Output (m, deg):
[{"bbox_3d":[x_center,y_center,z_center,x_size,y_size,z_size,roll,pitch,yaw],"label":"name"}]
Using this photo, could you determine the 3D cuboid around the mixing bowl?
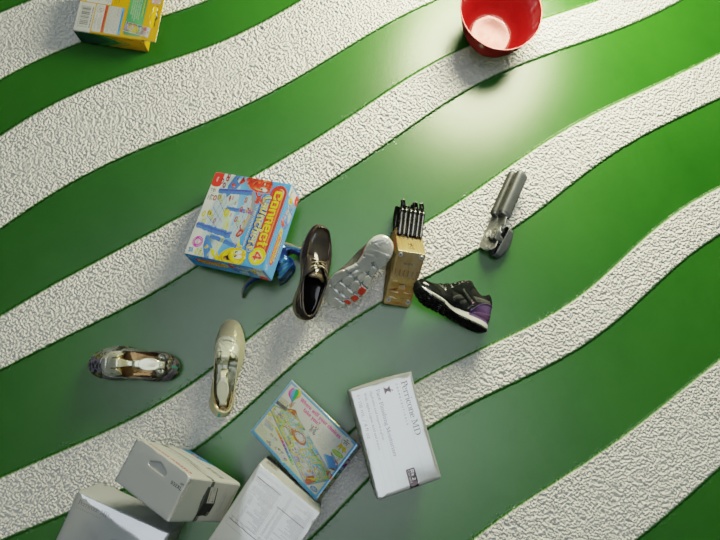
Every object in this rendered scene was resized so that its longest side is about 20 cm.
[{"bbox_3d":[0.319,-0.588,1.418,0.192,0.109,0.208,1,79,-4],"label":"mixing bowl"}]

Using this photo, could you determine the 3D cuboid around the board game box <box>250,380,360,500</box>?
[{"bbox_3d":[-0.113,0.345,1.223,0.198,0.034,0.135,38,80,23],"label":"board game box"}]

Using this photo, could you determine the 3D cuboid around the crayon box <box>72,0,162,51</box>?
[{"bbox_3d":[-0.558,-0.594,1.406,0.193,0.052,0.130,8,79,0],"label":"crayon box"}]

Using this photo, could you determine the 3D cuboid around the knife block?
[{"bbox_3d":[0.095,-0.048,1.331,0.062,0.205,0.178,9,33,-7],"label":"knife block"}]

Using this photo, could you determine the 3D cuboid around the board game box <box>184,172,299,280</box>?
[{"bbox_3d":[-0.252,-0.098,1.282,0.189,0.056,0.206,10,70,17],"label":"board game box"}]

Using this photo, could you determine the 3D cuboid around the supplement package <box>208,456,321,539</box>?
[{"bbox_3d":[-0.189,0.499,1.159,0.149,0.152,0.203,34,79,5],"label":"supplement package"}]

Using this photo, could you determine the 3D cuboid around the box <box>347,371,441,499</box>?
[{"bbox_3d":[0.059,0.317,1.182,0.126,0.200,0.205,-16,79,-5],"label":"box"}]

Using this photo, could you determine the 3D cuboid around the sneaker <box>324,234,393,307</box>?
[{"bbox_3d":[0.000,0.000,1.314,0.199,0.082,0.077,-42,98,12],"label":"sneaker"}]

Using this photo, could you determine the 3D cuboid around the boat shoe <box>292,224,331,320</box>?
[{"bbox_3d":[-0.092,0.006,1.263,0.072,0.073,0.208,8,90,-22],"label":"boat shoe"}]

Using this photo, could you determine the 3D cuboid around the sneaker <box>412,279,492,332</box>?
[{"bbox_3d":[0.202,0.054,1.298,0.196,0.075,0.090,30,71,-19],"label":"sneaker"}]

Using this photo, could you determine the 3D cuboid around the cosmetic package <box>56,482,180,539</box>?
[{"bbox_3d":[-0.479,0.553,1.151,0.194,0.123,0.205,22,77,2],"label":"cosmetic package"}]

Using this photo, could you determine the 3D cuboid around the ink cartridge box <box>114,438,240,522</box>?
[{"bbox_3d":[-0.339,0.400,1.128,0.142,0.201,0.085,24,76,23],"label":"ink cartridge box"}]

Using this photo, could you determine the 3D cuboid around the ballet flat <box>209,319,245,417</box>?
[{"bbox_3d":[-0.281,0.203,1.257,0.067,0.070,0.208,3,78,-2],"label":"ballet flat"}]

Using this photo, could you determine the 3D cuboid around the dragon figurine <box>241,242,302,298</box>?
[{"bbox_3d":[-0.177,-0.008,1.306,0.098,0.059,0.203,34,78,4],"label":"dragon figurine"}]

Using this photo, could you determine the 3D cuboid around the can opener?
[{"bbox_3d":[0.333,-0.127,1.368,0.066,0.053,0.204,33,77,-29],"label":"can opener"}]

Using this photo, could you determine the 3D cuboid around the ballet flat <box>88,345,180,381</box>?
[{"bbox_3d":[-0.479,0.193,1.248,0.193,0.072,0.075,3,78,-2],"label":"ballet flat"}]
